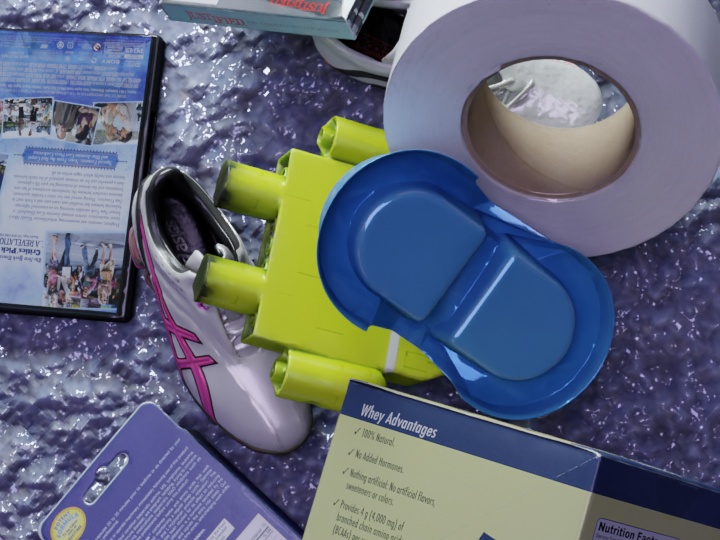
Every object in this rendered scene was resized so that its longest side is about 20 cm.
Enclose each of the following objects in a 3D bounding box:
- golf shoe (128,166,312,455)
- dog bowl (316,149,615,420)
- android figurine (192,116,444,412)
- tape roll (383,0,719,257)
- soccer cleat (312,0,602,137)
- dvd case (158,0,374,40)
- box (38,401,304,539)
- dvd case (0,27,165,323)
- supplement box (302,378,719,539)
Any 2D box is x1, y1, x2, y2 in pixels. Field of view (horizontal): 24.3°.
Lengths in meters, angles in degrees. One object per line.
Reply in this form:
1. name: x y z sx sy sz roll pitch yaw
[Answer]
1. golf shoe: -0.093 0.027 1.070 0.072 0.092 0.201 -28 77 -15
2. dog bowl: 0.058 0.005 0.994 0.200 0.050 0.112 35 94 -19
3. android figurine: 0.000 0.000 1.042 0.199 0.041 0.183 17 74 -15
4. tape roll: 0.116 -0.104 0.991 0.201 0.203 0.071 1 43 13
5. soccer cleat: 0.056 -0.132 1.067 0.199 0.085 0.069 22 87 16
6. dvd case: -0.030 -0.239 1.087 0.145 0.022 0.201 10 62 29
7. box: -0.102 0.191 1.083 0.200 0.032 0.121 41 92 14
8. dvd case: -0.214 -0.068 1.157 0.142 0.018 0.201 4 82 13
9. supplement box: 0.074 0.189 0.949 0.200 0.134 0.201 12 84 46
